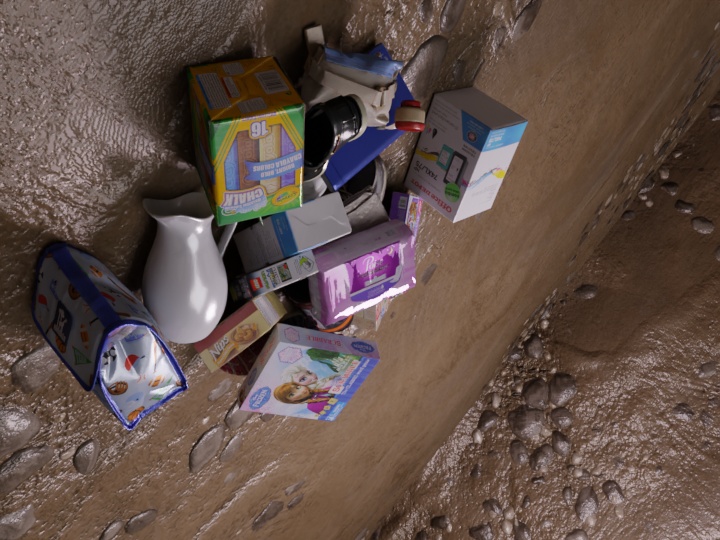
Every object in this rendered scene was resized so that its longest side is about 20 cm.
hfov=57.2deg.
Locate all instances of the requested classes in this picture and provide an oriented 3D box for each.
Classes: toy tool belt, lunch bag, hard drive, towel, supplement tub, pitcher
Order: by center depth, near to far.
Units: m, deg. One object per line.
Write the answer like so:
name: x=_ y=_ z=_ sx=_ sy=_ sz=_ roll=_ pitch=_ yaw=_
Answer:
lunch bag: x=-0.326 y=0.079 z=0.842 sx=0.123 sy=0.169 sz=0.203 roll=-36 pitch=151 yaw=-24
pitcher: x=-0.231 y=-0.014 z=0.943 sx=0.170 sy=0.119 sz=0.205 roll=-28 pitch=134 yaw=-48
toy tool belt: x=0.009 y=-0.274 z=0.945 sx=0.194 sy=0.124 sz=0.127 roll=3 pitch=96 yaw=-20
hard drive: x=-0.006 y=-0.238 z=1.022 sx=0.199 sy=0.025 sz=0.133 roll=-41 pitch=109 yaw=-18
towel: x=0.005 y=-0.048 z=1.193 sx=0.131 sy=0.035 sz=0.201 roll=-34 pitch=135 yaw=0
supplement tub: x=-0.070 y=0.052 z=1.273 sx=0.107 sy=0.106 sz=0.201 roll=-46 pitch=153 yaw=-7

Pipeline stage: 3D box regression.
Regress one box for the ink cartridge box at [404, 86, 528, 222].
ink cartridge box: x=0.206 y=-0.231 z=1.313 sx=0.144 sy=0.146 sz=0.204 roll=-22 pitch=141 yaw=-44

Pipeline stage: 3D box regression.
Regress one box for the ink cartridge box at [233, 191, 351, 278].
ink cartridge box: x=-0.121 y=-0.053 z=1.045 sx=0.114 sy=0.068 sz=0.198 roll=-24 pitch=-176 yaw=-41

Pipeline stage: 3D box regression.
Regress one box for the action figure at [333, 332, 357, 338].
action figure: x=-0.081 y=0.164 z=1.306 sx=0.189 sy=0.108 sz=0.198 roll=-8 pitch=178 yaw=-31

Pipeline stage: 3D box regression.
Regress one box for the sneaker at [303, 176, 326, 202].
sneaker: x=-0.070 y=-0.180 z=1.055 sx=0.198 sy=0.074 sz=0.101 roll=-38 pitch=127 yaw=-19

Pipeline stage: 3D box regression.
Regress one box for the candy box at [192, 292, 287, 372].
candy box: x=-0.189 y=0.092 z=1.073 sx=0.114 sy=0.056 sz=0.200 roll=-37 pitch=-177 yaw=3

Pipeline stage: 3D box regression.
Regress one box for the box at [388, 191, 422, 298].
box: x=0.080 y=-0.052 z=1.336 sx=0.136 sy=0.038 sz=0.207 roll=-10 pitch=111 yaw=-73

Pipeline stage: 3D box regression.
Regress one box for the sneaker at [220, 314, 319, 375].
sneaker: x=-0.168 y=0.141 z=1.214 sx=0.194 sy=0.083 sz=0.075 roll=-14 pitch=172 yaw=-7

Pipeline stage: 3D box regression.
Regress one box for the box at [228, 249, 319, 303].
box: x=-0.142 y=0.013 z=1.039 sx=0.108 sy=0.036 sz=0.199 roll=-22 pitch=-177 yaw=-20

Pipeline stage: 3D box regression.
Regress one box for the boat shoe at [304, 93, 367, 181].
boat shoe: x=-0.067 y=-0.170 z=0.887 sx=0.062 sy=0.075 sz=0.200 roll=-26 pitch=180 yaw=-35

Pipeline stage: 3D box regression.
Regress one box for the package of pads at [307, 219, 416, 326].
package of pads: x=0.000 y=0.000 z=1.138 sx=0.196 sy=0.076 sz=0.123 roll=-22 pitch=128 yaw=-23

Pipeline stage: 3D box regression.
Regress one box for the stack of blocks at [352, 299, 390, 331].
stack of blocks: x=0.025 y=0.007 z=1.367 sx=0.116 sy=0.057 sz=0.204 roll=-62 pitch=158 yaw=-46

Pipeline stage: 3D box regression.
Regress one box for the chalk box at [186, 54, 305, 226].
chalk box: x=-0.148 y=-0.150 z=0.857 sx=0.121 sy=0.126 sz=0.203 roll=-14 pitch=138 yaw=-21

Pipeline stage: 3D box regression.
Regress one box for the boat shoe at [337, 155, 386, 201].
boat shoe: x=-0.015 y=-0.117 z=1.188 sx=0.072 sy=0.074 sz=0.204 roll=-13 pitch=133 yaw=-50

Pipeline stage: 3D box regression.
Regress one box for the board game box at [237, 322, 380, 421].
board game box: x=-0.094 y=0.187 z=1.172 sx=0.194 sy=0.042 sz=0.202 roll=12 pitch=131 yaw=-26
